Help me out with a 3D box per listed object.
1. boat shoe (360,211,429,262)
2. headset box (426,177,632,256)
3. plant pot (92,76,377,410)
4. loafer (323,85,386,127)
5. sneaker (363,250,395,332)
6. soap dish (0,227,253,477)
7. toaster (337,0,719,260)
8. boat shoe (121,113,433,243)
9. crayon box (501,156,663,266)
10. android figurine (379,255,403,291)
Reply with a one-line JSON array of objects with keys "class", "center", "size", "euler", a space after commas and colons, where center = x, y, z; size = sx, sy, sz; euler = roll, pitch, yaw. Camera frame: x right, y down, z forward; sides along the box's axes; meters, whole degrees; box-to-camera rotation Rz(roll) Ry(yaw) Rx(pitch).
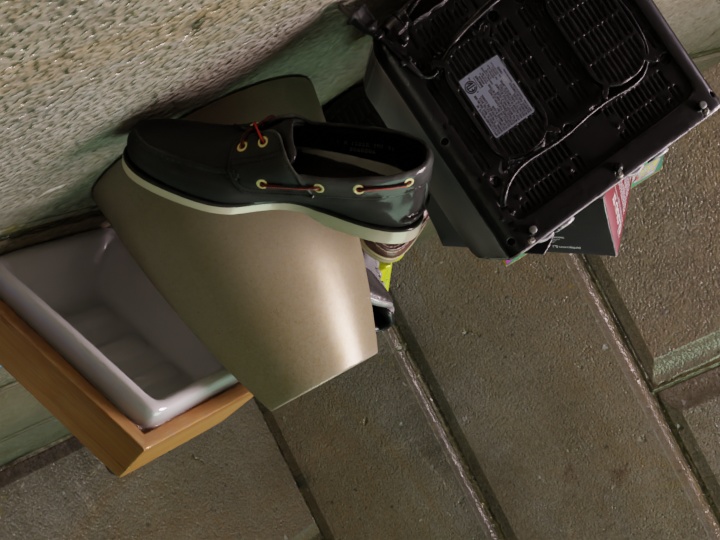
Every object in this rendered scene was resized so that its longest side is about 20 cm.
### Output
[{"class": "boat shoe", "center": [0.058, -0.103, 0.982], "size": [0.202, 0.072, 0.072], "euler": [-61, -168, -16]}, {"class": "headset box", "center": [0.141, -0.100, 0.891], "size": [0.146, 0.203, 0.075], "euler": [3, 147, 25]}, {"class": "plant pot", "center": [-0.072, -0.007, 0.840], "size": [0.185, 0.202, 0.187], "euler": [-28, 177, -2]}, {"class": "loafer", "center": [-0.038, -0.087, 0.990], "size": [0.198, 0.074, 0.071], "euler": [-30, 175, 24]}, {"class": "sneaker", "center": [0.000, 0.000, 1.028], "size": [0.075, 0.116, 0.199], "euler": [-36, 176, 28]}, {"class": "soap dish", "center": [-0.190, 0.060, 0.877], "size": [0.157, 0.199, 0.082], "euler": [-24, 148, -57]}, {"class": "toaster", "center": [0.107, -0.128, 0.758], "size": [0.180, 0.201, 0.119], "euler": [-35, 180, -8]}, {"class": "boat shoe", "center": [-0.051, -0.071, 0.711], "size": [0.074, 0.197, 0.064], "euler": [-80, -179, -49]}, {"class": "crayon box", "center": [0.191, -0.133, 1.192], "size": [0.198, 0.174, 0.058], "euler": [-31, 162, 1]}, {"class": "android figurine", "center": [-0.043, -0.021, 1.131], "size": [0.179, 0.042, 0.200], "euler": [-4, -151, -22]}]
